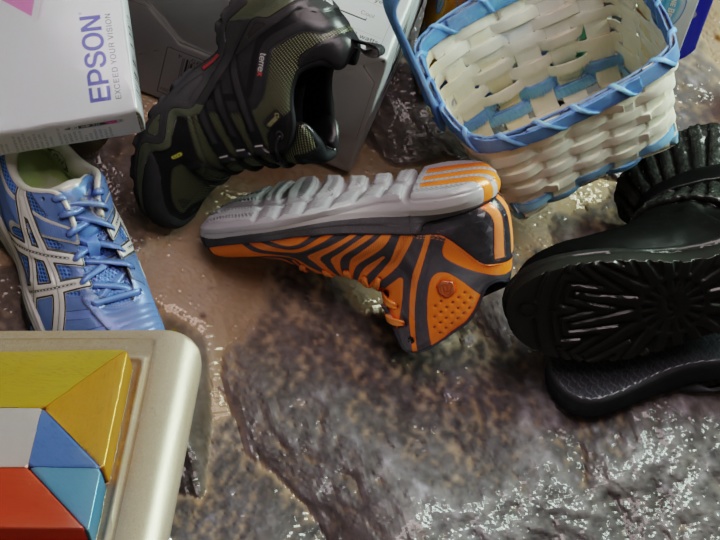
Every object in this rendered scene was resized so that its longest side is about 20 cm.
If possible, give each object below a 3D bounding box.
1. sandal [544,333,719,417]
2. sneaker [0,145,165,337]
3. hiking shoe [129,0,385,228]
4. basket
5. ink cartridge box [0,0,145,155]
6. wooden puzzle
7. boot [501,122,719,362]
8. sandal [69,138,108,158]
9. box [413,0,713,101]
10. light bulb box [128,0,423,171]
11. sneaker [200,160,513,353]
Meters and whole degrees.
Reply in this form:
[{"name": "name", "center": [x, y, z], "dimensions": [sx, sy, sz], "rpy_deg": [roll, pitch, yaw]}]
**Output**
[{"name": "sandal", "center": [0.213, 0.050, 1.742], "dimensions": [0.200, 0.043, 0.076], "rpy_deg": [-12, 53, -11]}, {"name": "sneaker", "center": [-0.179, -0.013, 1.646], "dimensions": [0.076, 0.077, 0.200], "rpy_deg": [-25, 67, -29]}, {"name": "hiking shoe", "center": [-0.068, -0.088, 1.658], "dimensions": [0.101, 0.200, 0.076], "rpy_deg": [45, 32, 19]}, {"name": "basket", "center": [0.112, -0.143, 1.697], "dimensions": [0.176, 0.200, 0.139], "rpy_deg": [-24, 50, -6]}, {"name": "ink cartridge box", "center": [-0.243, -0.164, 1.646], "dimensions": [0.200, 0.043, 0.197], "rpy_deg": [-9, 71, -3]}, {"name": "wooden puzzle", "center": [-0.203, 0.102, 1.549], "dimensions": [0.200, 0.037, 0.185], "rpy_deg": [3, 49, 7]}, {"name": "boot", "center": [0.180, -0.020, 1.728], "dimensions": [0.211, 0.080, 0.158], "rpy_deg": [-7, 34, -10]}, {"name": "sandal", "center": [-0.244, -0.145, 1.723], "dimensions": [0.200, 0.082, 0.055], "rpy_deg": [32, 10, -8]}, {"name": "box", "center": [0.144, -0.169, 1.813], "dimensions": [0.200, 0.119, 0.042], "rpy_deg": [3, 46, -13]}, {"name": "light bulb box", "center": [-0.054, -0.206, 1.781], "dimensions": [0.198, 0.125, 0.200], "rpy_deg": [22, 53, 1]}, {"name": "sneaker", "center": [0.000, 0.000, 1.688], "dimensions": [0.200, 0.112, 0.078], "rpy_deg": [-5, 22, 20]}]
